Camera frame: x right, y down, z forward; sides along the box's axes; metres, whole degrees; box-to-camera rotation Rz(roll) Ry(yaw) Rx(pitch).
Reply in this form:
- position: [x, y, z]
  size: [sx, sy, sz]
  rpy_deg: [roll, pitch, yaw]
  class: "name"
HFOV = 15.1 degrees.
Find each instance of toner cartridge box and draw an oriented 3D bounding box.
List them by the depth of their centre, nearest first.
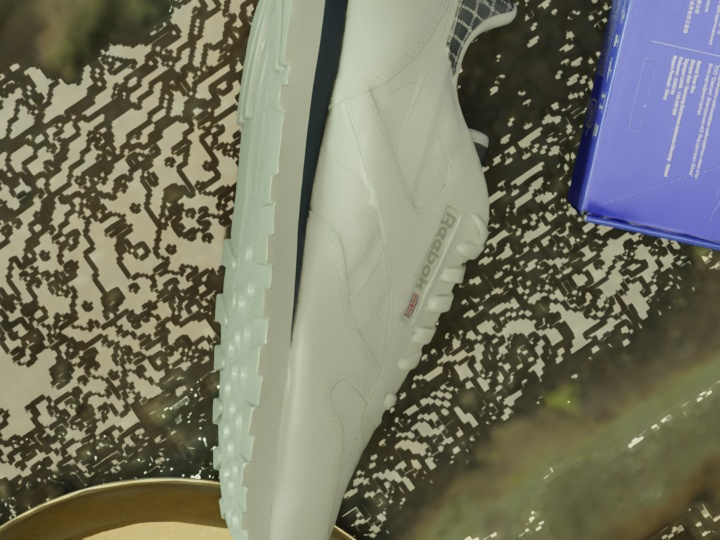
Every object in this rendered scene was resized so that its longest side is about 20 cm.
- position: [0.134, -0.105, 0.857]
  size: [0.095, 0.043, 0.200]
  rpy_deg: [12, 97, -5]
  class: "toner cartridge box"

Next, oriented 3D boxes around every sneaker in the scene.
- position: [0.000, 0.000, 0.845]
  size: [0.080, 0.076, 0.200]
  rpy_deg: [9, 90, -17]
  class: "sneaker"

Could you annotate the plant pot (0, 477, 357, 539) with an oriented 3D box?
- position: [-0.063, 0.164, 0.893]
  size: [0.200, 0.027, 0.201]
  rpy_deg: [0, 98, -2]
  class: "plant pot"
